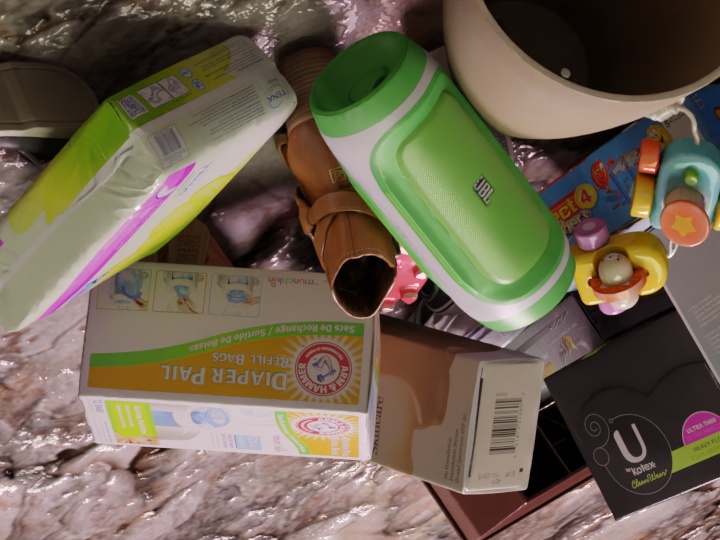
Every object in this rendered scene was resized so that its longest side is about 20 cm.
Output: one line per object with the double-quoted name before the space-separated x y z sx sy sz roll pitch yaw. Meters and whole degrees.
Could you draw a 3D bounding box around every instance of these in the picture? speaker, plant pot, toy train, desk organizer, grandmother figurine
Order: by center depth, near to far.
"plant pot" 0.125 -0.157 1.467 0.187 0.188 0.200 -8 166 -15
"speaker" 0.053 -0.054 1.512 0.088 0.089 0.200 -27 123 21
"toy train" 0.155 -0.036 1.592 0.150 0.056 0.200 41 123 -20
"grandmother figurine" -0.101 0.018 1.784 0.121 0.061 0.200 6 162 20
"desk organizer" 0.147 0.148 1.960 0.200 0.072 0.077 -23 165 -49

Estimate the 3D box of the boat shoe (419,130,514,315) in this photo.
"boat shoe" 0.057 -0.032 1.750 0.068 0.072 0.200 -9 150 -17

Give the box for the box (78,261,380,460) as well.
"box" -0.087 0.063 1.683 0.200 0.102 0.113 4 158 1

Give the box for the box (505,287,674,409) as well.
"box" 0.160 0.066 1.950 0.200 0.048 0.158 -40 169 38

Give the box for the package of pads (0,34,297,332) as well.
"package of pads" -0.144 -0.056 1.541 0.200 0.068 0.154 -42 175 41

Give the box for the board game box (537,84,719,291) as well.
"board game box" 0.209 -0.058 1.721 0.196 0.056 0.200 -36 167 30

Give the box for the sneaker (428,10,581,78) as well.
"sneaker" 0.121 -0.135 1.619 0.200 0.077 0.082 -9 177 -9

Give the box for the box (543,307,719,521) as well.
"box" 0.265 0.082 1.805 0.148 0.124 0.200 -31 174 40

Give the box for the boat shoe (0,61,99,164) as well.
"boat shoe" -0.254 -0.094 1.473 0.200 0.073 0.063 3 144 -41

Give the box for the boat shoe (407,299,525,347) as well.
"boat shoe" 0.073 0.046 1.916 0.074 0.067 0.200 -39 179 -29

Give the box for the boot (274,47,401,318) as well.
"boot" -0.004 -0.040 1.607 0.077 0.155 0.200 -15 157 -3

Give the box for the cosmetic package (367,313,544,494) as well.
"cosmetic package" 0.039 0.096 1.830 0.071 0.105 0.200 1 -172 -42

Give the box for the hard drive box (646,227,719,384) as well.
"hard drive box" 0.310 0.031 1.702 0.156 0.200 0.077 -15 163 -46

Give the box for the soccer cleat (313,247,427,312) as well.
"soccer cleat" 0.000 0.000 1.751 0.067 0.077 0.200 9 154 -15
